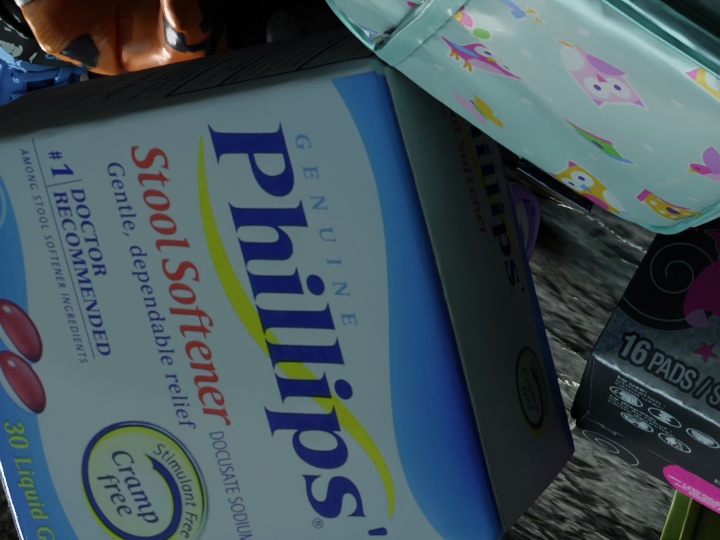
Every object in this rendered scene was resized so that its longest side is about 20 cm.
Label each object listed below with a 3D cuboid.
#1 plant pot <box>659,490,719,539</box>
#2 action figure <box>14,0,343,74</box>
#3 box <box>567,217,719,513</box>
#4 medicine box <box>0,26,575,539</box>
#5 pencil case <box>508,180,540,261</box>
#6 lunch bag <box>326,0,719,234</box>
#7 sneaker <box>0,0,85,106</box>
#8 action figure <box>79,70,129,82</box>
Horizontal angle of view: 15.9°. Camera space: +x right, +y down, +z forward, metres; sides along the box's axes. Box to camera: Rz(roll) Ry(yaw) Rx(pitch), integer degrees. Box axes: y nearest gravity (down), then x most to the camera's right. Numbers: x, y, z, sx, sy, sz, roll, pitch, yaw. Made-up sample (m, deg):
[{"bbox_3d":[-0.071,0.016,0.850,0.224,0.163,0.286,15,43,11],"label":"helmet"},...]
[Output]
[{"bbox_3d":[0.237,0.173,1.245,0.193,0.201,0.200,17,167,5],"label":"plant pot"},{"bbox_3d":[-0.044,-0.103,1.055,0.200,0.105,0.193,-17,146,34],"label":"action figure"},{"bbox_3d":[0.192,0.044,0.942,0.200,0.115,0.132,28,167,7],"label":"box"},{"bbox_3d":[-0.042,0.013,0.971,0.200,0.182,0.103,-9,-167,25],"label":"medicine box"},{"bbox_3d":[-0.019,-0.025,1.165,0.200,0.086,0.084,18,-177,21],"label":"pencil case"},{"bbox_3d":[0.067,-0.086,0.797,0.160,0.077,0.200,32,168,-5],"label":"lunch bag"},{"bbox_3d":[-0.148,-0.078,1.154,0.111,0.200,0.077,-23,172,41],"label":"sneaker"},{"bbox_3d":[-0.175,-0.080,1.279,0.200,0.134,0.149,39,166,-17],"label":"action figure"}]
